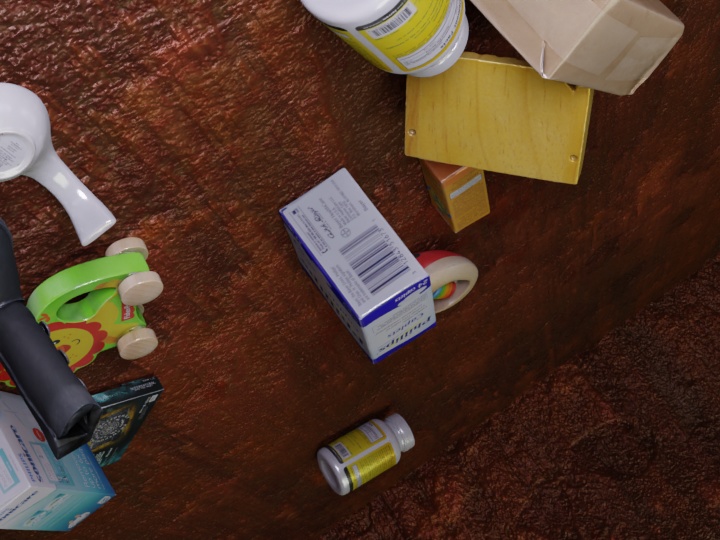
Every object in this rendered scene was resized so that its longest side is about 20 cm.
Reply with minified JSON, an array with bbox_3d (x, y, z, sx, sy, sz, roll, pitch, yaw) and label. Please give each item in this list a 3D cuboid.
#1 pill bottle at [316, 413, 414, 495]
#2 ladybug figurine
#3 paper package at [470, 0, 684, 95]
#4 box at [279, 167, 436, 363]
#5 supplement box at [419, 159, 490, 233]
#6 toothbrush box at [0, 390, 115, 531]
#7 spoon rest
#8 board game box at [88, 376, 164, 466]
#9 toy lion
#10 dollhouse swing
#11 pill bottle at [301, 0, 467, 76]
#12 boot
[{"bbox_3d":[0.014,0.396,2.350,0.200,0.113,0.113,-27,157,-21],"label":"pill bottle"},{"bbox_3d":[0.115,0.016,1.749,0.136,0.072,0.200,-42,159,19],"label":"ladybug figurine"},{"bbox_3d":[0.205,-0.280,1.090,0.104,0.191,0.200,-50,156,27],"label":"paper package"},{"bbox_3d":[0.000,0.000,1.384,0.105,0.184,0.200,-34,159,-6],"label":"box"},{"bbox_3d":[0.131,-0.123,1.488,0.069,0.067,0.200,-35,159,0],"label":"supplement box"},{"bbox_3d":[-0.409,0.233,1.309,0.085,0.147,0.200,-38,158,5],"label":"toothbrush box"},{"bbox_3d":[-0.292,-0.093,0.938,0.099,0.061,0.200,-37,146,1],"label":"spoon rest"},{"bbox_3d":[-0.372,0.229,1.519,0.135,0.028,0.200,-14,151,-44],"label":"board game box"},{"bbox_3d":[-0.325,0.061,1.203,0.191,0.069,0.200,-17,153,-24],"label":"toy lion"},{"bbox_3d":[0.170,-0.204,1.250,0.176,0.199,0.182,-65,161,-46],"label":"dollhouse swing"},{"bbox_3d":[0.028,-0.247,0.979,0.112,0.113,0.200,-40,159,12],"label":"pill bottle"},{"bbox_3d":[-0.316,0.062,1.009,0.066,0.200,0.165,-27,157,-22],"label":"boot"}]
